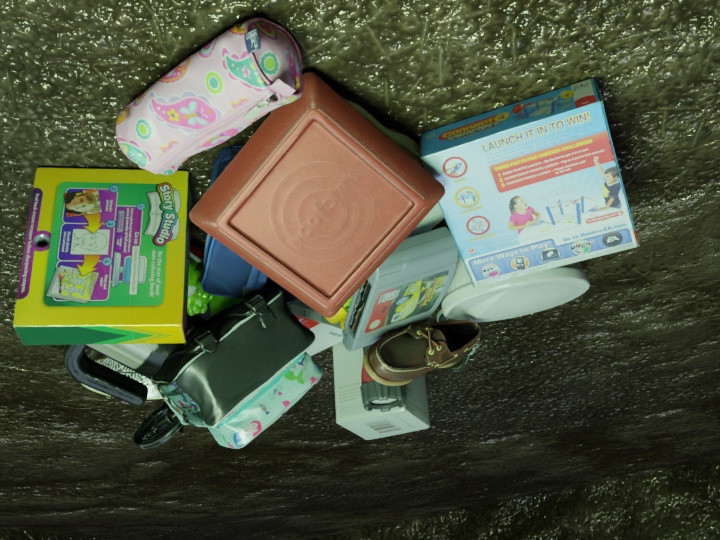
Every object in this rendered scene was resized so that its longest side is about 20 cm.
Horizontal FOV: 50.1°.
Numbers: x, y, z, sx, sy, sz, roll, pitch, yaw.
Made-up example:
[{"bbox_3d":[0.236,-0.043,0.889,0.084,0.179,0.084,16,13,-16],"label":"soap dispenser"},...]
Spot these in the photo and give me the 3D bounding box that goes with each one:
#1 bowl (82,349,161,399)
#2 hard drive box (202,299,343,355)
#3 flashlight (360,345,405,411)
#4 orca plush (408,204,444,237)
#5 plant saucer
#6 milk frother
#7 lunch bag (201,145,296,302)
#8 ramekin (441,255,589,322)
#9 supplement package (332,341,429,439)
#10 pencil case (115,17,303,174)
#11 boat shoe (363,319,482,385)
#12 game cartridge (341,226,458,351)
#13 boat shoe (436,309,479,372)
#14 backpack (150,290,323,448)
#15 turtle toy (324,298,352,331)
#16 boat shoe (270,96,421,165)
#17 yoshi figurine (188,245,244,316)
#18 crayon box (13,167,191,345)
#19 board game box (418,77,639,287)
[{"bbox_3d":[-0.352,0.134,1.255,0.200,0.094,0.201,-4,153,-2],"label":"bowl"},{"bbox_3d":[-0.130,0.081,1.210,0.156,0.077,0.200,20,143,-40],"label":"hard drive box"},{"bbox_3d":[0.027,0.105,1.143,0.068,0.201,0.068,7,150,-21],"label":"flashlight"},{"bbox_3d":[0.017,-0.056,0.949,0.200,0.071,0.105,-39,139,-11],"label":"orca plush"},{"bbox_3d":[-0.041,-0.065,0.801,0.200,0.037,0.200,38,103,-21],"label":"plant saucer"},{"bbox_3d":[-0.309,0.119,1.047,0.188,0.181,0.200,32,-179,-21],"label":"milk frother"},{"bbox_3d":[-0.114,-0.046,0.912,0.135,0.133,0.200,4,152,-15],"label":"lunch bag"},{"bbox_3d":[0.203,0.000,1.056,0.202,0.095,0.202,-9,163,-3],"label":"ramekin"},{"bbox_3d":[0.031,0.152,1.234,0.117,0.201,0.117,-15,151,20],"label":"supplement package"},{"bbox_3d":[-0.145,-0.162,0.740,0.200,0.088,0.087,-22,148,31],"label":"pencil case"},{"bbox_3d":[0.087,0.100,1.032,0.200,0.071,0.070,-11,155,-49],"label":"boat shoe"},{"bbox_3d":[0.053,0.027,0.987,0.133,0.041,0.200,-22,152,-25],"label":"game cartridge"},{"bbox_3d":[0.166,0.118,1.338,0.075,0.062,0.200,-2,152,-2],"label":"boat shoe"},{"bbox_3d":[-0.154,0.120,0.934,0.200,0.177,0.151,-12,114,57],"label":"backpack"},{"bbox_3d":[0.000,0.000,1.040,0.146,0.101,0.200,-34,151,7],"label":"turtle toy"},{"bbox_3d":[-0.007,-0.129,0.830,0.200,0.076,0.072,16,146,-33],"label":"boat shoe"},{"bbox_3d":[-0.218,0.029,1.029,0.199,0.112,0.112,3,124,-32],"label":"yoshi figurine"},{"bbox_3d":[-0.281,-0.018,0.866,0.172,0.201,0.058,1,152,-10],"label":"crayon box"},{"bbox_3d":[0.192,-0.091,0.874,0.199,0.056,0.196,-15,125,19],"label":"board game box"}]
